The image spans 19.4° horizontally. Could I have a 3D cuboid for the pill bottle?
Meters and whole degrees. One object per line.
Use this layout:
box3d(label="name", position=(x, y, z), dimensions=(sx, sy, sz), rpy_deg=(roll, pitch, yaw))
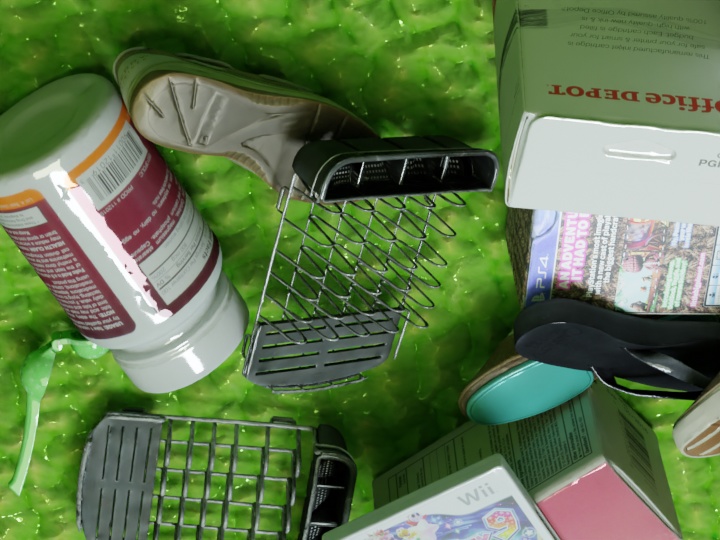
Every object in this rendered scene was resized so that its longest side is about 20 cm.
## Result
box3d(label="pill bottle", position=(-0.163, -0.021, 1.403), dimensions=(0.114, 0.114, 0.200), rpy_deg=(-25, 121, 13))

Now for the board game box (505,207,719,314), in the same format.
box3d(label="board game box", position=(0.206, -0.062, 1.414), dimensions=(0.199, 0.097, 0.160), rpy_deg=(1, 125, -5))

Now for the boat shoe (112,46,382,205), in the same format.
box3d(label="boat shoe", position=(-0.070, -0.099, 1.393), dimensions=(0.200, 0.063, 0.073), rpy_deg=(14, 115, -32))

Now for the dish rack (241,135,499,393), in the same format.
box3d(label="dish rack", position=(0.000, 0.000, 1.423), dimensions=(0.153, 0.055, 0.201), rpy_deg=(-5, 122, -39))

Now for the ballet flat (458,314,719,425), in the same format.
box3d(label="ballet flat", position=(0.158, 0.043, 1.498), dimensions=(0.200, 0.072, 0.068), rpy_deg=(-26, 138, 14))

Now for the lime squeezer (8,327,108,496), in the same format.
box3d(label="lime squeezer", position=(-0.195, 0.070, 1.499), dimensions=(0.200, 0.038, 0.071), rpy_deg=(-42, 90, 2))

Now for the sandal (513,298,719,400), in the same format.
box3d(label="sandal", position=(0.194, 0.064, 1.434), dimensions=(0.199, 0.043, 0.076), rpy_deg=(9, 148, -22))

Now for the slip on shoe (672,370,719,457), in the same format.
box3d(label="slip on shoe", position=(0.284, 0.048, 1.398), dimensions=(0.200, 0.061, 0.076), rpy_deg=(-43, 143, 22))

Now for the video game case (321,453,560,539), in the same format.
box3d(label="video game case", position=(0.083, 0.228, 1.499), dimensions=(0.143, 0.018, 0.200), rpy_deg=(-26, 122, 15))

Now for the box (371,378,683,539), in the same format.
box3d(label="box", position=(0.120, 0.178, 1.556), dimensions=(0.200, 0.128, 0.109), rpy_deg=(-34, 121, 19))

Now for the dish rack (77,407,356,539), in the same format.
box3d(label="dish rack", position=(-0.111, 0.174, 1.570), dimensions=(0.199, 0.055, 0.154), rpy_deg=(6, 123, -7))

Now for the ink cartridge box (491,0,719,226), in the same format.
box3d(label="ink cartridge box", position=(0.158, -0.128, 1.292), dimensions=(0.146, 0.200, 0.083), rpy_deg=(5, 137, -5))
